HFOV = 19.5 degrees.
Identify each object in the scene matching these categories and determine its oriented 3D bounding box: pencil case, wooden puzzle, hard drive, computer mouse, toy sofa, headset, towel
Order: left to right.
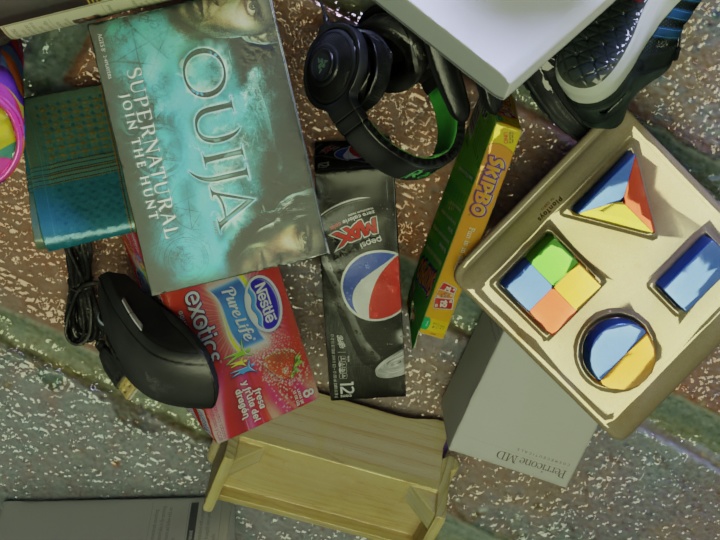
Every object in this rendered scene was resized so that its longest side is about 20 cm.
[{"bbox_3d":[-0.287,-0.126,1.535,0.088,0.200,0.089,-4,113,-9],"label":"pencil case"},{"bbox_3d":[-0.182,0.065,1.626,0.046,0.200,0.141,-28,144,-28],"label":"computer mouse"},{"bbox_3d":[-0.154,-0.090,1.575,0.199,0.147,0.022,-11,144,-3],"label":"towel"},{"bbox_3d":[-0.025,0.164,1.740,0.199,0.098,0.083,15,138,-8],"label":"toy sofa"},{"bbox_3d":[0.014,-0.166,1.558,0.094,0.123,0.200,-34,87,41],"label":"headset"},{"bbox_3d":[0.113,-0.217,1.483,0.132,0.200,0.027,39,147,13],"label":"hard drive"},{"bbox_3d":[0.200,0.006,1.593,0.185,0.046,0.200,-46,104,2],"label":"wooden puzzle"}]

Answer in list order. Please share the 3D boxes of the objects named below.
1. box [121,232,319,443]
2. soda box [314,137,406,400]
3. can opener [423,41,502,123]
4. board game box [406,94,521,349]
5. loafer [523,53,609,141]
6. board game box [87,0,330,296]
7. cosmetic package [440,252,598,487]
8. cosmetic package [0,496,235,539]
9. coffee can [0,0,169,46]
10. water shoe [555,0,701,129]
[{"bbox_3d":[-0.115,0.019,1.639,0.095,0.100,0.201,-24,114,-15],"label":"box"},{"bbox_3d":[0.000,0.000,1.660,0.063,0.071,0.201,-4,115,0],"label":"soda box"},{"bbox_3d":[0.060,-0.205,1.539,0.063,0.079,0.201,-17,100,34],"label":"can opener"},{"bbox_3d":[0.078,-0.040,1.629,0.030,0.096,0.200,18,113,-10],"label":"board game box"},{"bbox_3d":[0.145,-0.183,1.576,0.070,0.068,0.201,-23,111,30],"label":"loafer"},{"bbox_3d":[-0.108,-0.094,1.509,0.135,0.028,0.201,-14,97,-3],"label":"board game box"},{"bbox_3d":[0.152,0.062,1.685,0.113,0.081,0.200,17,112,-11],"label":"cosmetic package"},{"bbox_3d":[-0.205,0.306,1.772,0.199,0.123,0.200,-1,115,1],"label":"cosmetic package"},{"bbox_3d":[-0.186,-0.255,1.500,0.199,0.146,0.147,-13,114,5],"label":"coffee can"},{"bbox_3d":[0.214,-0.195,1.559,0.200,0.071,0.079,-50,148,-14],"label":"water shoe"}]
